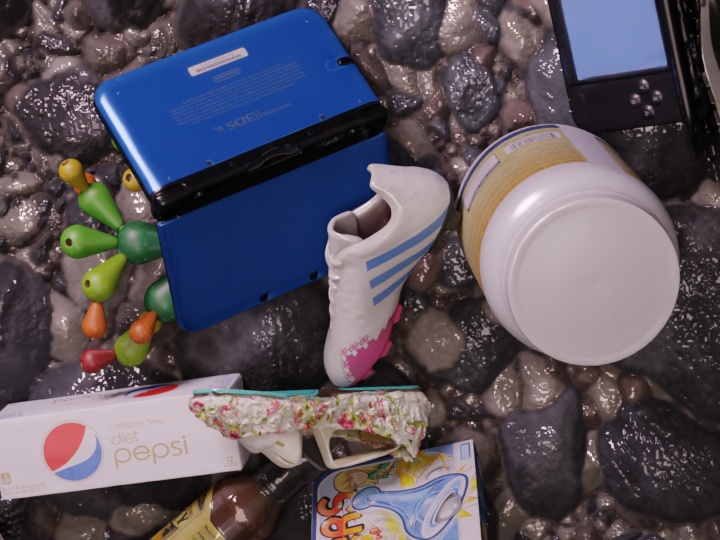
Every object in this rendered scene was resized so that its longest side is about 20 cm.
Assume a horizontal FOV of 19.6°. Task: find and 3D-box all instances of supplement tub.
[{"bbox_3d":[0.152,-0.019,1.529,0.144,0.200,0.145,-1,107,-5],"label":"supplement tub"}]

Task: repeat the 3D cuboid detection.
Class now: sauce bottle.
[{"bbox_3d":[-0.111,0.207,1.672,0.200,0.065,0.065,-41,94,10],"label":"sauce bottle"}]

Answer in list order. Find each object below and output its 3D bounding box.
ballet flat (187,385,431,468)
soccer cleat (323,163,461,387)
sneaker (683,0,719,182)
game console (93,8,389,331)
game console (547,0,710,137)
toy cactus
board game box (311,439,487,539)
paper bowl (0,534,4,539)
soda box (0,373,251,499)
[{"bbox_3d":[-0.035,0.121,1.610,0.200,0.076,0.064,1,81,-22],"label":"ballet flat"},{"bbox_3d":[0.000,0.000,1.602,0.086,0.070,0.200,15,120,-23],"label":"soccer cleat"},{"bbox_3d":[0.285,-0.173,1.577,0.087,0.076,0.200,-14,99,-12],"label":"sneaker"},{"bbox_3d":[-0.086,-0.079,1.600,0.200,0.118,0.171,-23,67,-22],"label":"game console"},{"bbox_3d":[0.181,-0.195,1.512,0.176,0.116,0.200,-5,101,43],"label":"game console"},{"bbox_3d":[-0.154,-0.019,1.637,0.165,0.102,0.201,-2,98,-13],"label":"toy cactus"},{"bbox_3d":[0.030,0.215,1.594,0.135,0.200,0.035,-13,122,7],"label":"board game box"},{"bbox_3d":[-0.375,0.264,1.677,0.200,0.104,0.201,0,89,-1],"label":"paper bowl"},{"bbox_3d":[-0.191,0.133,1.668,0.200,0.064,0.068,-8,99,7],"label":"soda box"}]
